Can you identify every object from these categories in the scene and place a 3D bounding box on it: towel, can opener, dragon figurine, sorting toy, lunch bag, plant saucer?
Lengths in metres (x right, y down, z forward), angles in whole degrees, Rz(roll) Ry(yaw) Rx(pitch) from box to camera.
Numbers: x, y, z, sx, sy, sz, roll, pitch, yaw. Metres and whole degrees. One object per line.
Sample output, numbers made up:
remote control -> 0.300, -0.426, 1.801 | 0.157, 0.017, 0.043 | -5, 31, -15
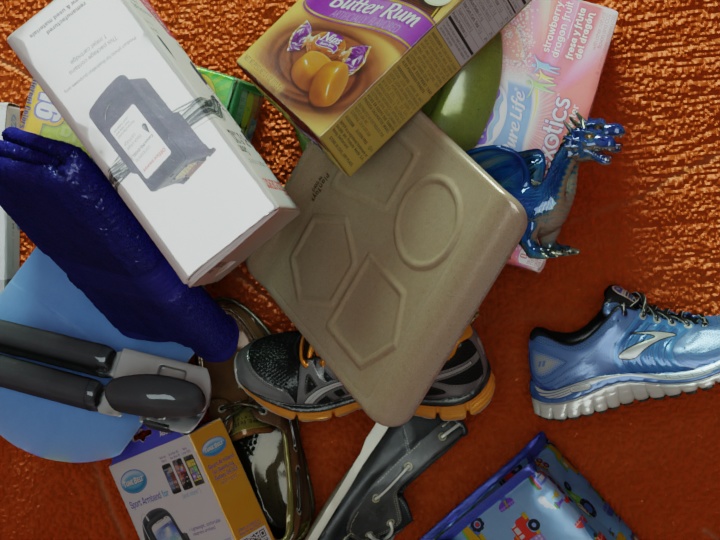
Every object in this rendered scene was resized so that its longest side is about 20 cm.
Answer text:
towel -> -0.177, -0.021, 1.180 | 0.050, 0.147, 0.200 | -54, 128, -21
can opener -> -0.206, 0.072, 1.240 | 0.198, 0.067, 0.054 | 13, 70, 9
dragon figurine -> 0.100, -0.057, 1.175 | 0.199, 0.059, 0.100 | -3, 92, 37
sorting toy -> 0.016, -0.019, 1.180 | 0.200, 0.036, 0.186 | 45, 113, 39
lunch bag -> 0.114, 0.252, 1.289 | 0.200, 0.094, 0.151 | -43, 89, 17
plant saucer -> 0.016, -0.149, 1.249 | 0.199, 0.031, 0.202 | -8, 77, 37

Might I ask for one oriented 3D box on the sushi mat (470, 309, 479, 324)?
sushi mat -> 0.000, 0.000, 1.250 | 0.095, 0.012, 0.200 | -34, 48, -8

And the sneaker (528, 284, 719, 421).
sneaker -> 0.221, 0.051, 1.267 | 0.198, 0.079, 0.090 | -14, 93, 6

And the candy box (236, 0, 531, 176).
candy box -> 0.022, -0.176, 1.172 | 0.200, 0.057, 0.117 | -44, 50, -3

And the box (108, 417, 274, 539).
box -> -0.122, 0.203, 1.290 | 0.119, 0.041, 0.202 | -24, 88, 46

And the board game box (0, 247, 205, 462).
board game box -> -0.209, 0.055, 1.304 | 0.157, 0.039, 0.201 | 33, 80, 14

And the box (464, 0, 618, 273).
box -> 0.121, -0.106, 1.259 | 0.094, 0.103, 0.202 | 16, 94, 4

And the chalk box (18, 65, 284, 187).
chalk box -> -0.148, -0.100, 1.273 | 0.198, 0.124, 0.125 | 16, 93, 3

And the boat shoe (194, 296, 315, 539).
boat shoe -> -0.081, 0.116, 1.300 | 0.071, 0.068, 0.202 | -22, 90, 6

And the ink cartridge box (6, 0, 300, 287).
ink cartridge box -> -0.135, -0.094, 1.137 | 0.084, 0.145, 0.201 | -36, 89, 4

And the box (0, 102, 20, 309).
box -> -0.353, -0.033, 1.335 | 0.154, 0.041, 0.202 | 0, 93, 4

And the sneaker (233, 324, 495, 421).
sneaker -> 0.001, 0.063, 1.255 | 0.198, 0.078, 0.079 | -1, 47, 6

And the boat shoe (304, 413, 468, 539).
boat shoe -> 0.007, 0.185, 1.293 | 0.067, 0.072, 0.201 | 34, 91, 4
